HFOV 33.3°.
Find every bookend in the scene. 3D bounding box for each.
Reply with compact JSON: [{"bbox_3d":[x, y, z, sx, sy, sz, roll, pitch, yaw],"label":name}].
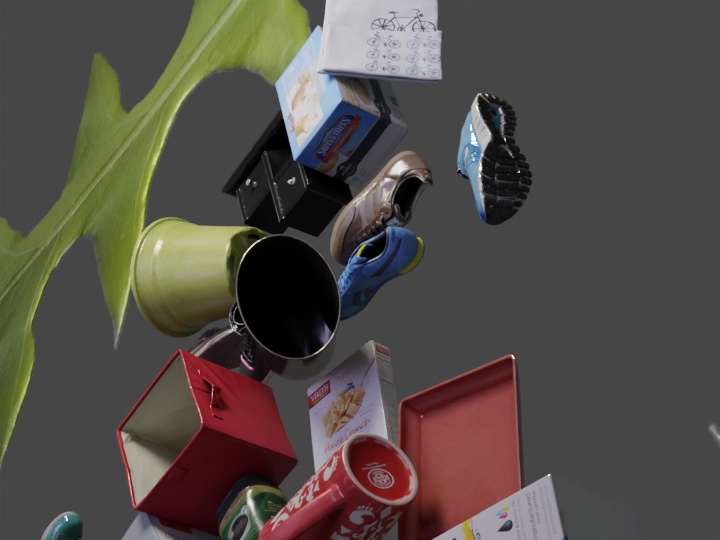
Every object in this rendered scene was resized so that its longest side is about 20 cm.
[{"bbox_3d":[-0.121,-0.121,1.925,0.200,0.092,0.200,-49,39,30],"label":"bookend"}]

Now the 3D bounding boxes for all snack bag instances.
[{"bbox_3d":[0.034,-0.361,1.826,0.021,0.187,0.201,95,180,-52],"label":"snack bag"}]

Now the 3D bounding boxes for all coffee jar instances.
[{"bbox_3d":[-0.129,0.375,1.646,0.105,0.085,0.200,-57,37,15],"label":"coffee jar"}]

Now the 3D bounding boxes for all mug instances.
[{"bbox_3d":[-0.030,0.313,1.468,0.200,0.133,0.178,-53,0,32],"label":"mug"}]

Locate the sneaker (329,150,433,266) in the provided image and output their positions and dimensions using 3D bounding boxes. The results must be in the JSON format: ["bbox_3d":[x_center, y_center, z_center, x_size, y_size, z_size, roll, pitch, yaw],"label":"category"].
[{"bbox_3d":[0.029,-0.080,1.738,0.201,0.070,0.076,-55,37,14],"label":"sneaker"}]

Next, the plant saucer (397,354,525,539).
[{"bbox_3d":[0.126,0.226,1.455,0.199,0.037,0.201,-28,50,40],"label":"plant saucer"}]

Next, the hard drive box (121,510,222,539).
[{"bbox_3d":[-0.235,0.438,1.685,0.077,0.155,0.200,-56,37,10],"label":"hard drive box"}]

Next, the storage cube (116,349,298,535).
[{"bbox_3d":[-0.225,0.256,1.763,0.200,0.179,0.171,-50,38,18],"label":"storage cube"}]

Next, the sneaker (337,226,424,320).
[{"bbox_3d":[0.000,0.000,1.721,0.200,0.078,0.066,-39,44,33],"label":"sneaker"}]

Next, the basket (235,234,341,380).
[{"bbox_3d":[-0.094,0.069,1.677,0.135,0.200,0.181,-19,70,-7],"label":"basket"}]

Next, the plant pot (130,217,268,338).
[{"bbox_3d":[-0.237,0.003,1.946,0.183,0.200,0.202,-7,63,37],"label":"plant pot"}]

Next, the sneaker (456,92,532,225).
[{"bbox_3d":[0.172,-0.137,1.608,0.090,0.078,0.201,127,151,-48],"label":"sneaker"}]

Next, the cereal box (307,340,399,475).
[{"bbox_3d":[-0.008,0.214,1.630,0.144,0.039,0.201,-39,42,31],"label":"cereal box"}]

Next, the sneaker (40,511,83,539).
[{"bbox_3d":[-0.525,0.522,2.085,0.080,0.071,0.201,30,98,50],"label":"sneaker"}]

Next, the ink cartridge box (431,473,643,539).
[{"bbox_3d":[0.178,0.330,1.228,0.200,0.145,0.148,-38,43,33],"label":"ink cartridge box"}]

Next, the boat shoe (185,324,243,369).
[{"bbox_3d":[-0.235,0.125,1.947,0.199,0.074,0.074,-34,39,27],"label":"boat shoe"}]

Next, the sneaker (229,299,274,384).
[{"bbox_3d":[-0.168,0.103,1.829,0.071,0.099,0.201,41,116,37],"label":"sneaker"}]

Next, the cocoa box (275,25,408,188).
[{"bbox_3d":[-0.034,-0.254,1.864,0.133,0.131,0.201,-48,38,30],"label":"cocoa box"}]
